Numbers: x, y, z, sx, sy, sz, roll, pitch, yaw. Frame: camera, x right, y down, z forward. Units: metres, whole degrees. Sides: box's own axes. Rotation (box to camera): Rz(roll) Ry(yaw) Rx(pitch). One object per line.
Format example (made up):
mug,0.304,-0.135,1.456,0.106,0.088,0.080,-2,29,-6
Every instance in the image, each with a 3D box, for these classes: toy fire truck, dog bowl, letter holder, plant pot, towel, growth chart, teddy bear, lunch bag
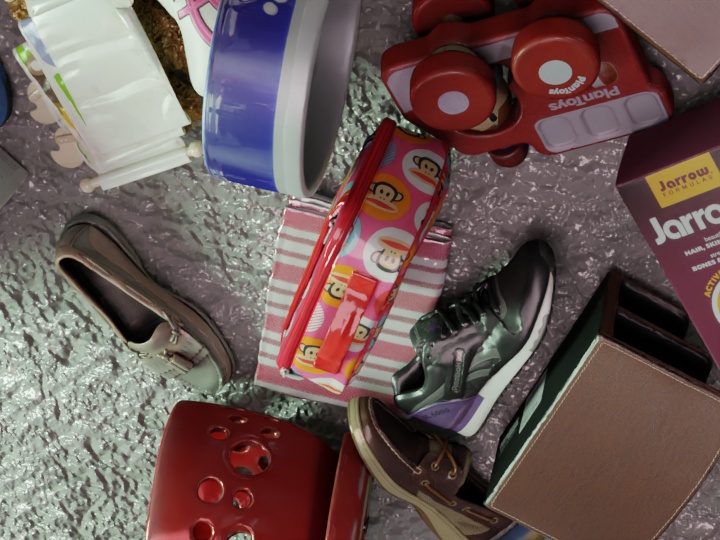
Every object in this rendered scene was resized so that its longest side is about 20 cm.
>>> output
toy fire truck,0.126,-0.145,1.648,0.199,0.113,0.168,-16,136,19
dog bowl,-0.057,-0.160,1.622,0.078,0.200,0.201,12,122,7
letter holder,0.220,-0.263,1.553,0.200,0.101,0.142,37,119,-8
letter holder,0.215,0.129,1.771,0.142,0.101,0.201,27,122,-4
plant pot,-0.086,0.224,1.855,0.181,0.201,0.202,9,121,2
towel,-0.008,0.032,1.824,0.145,0.030,0.201,14,122,4
growth chart,-0.208,-0.153,1.694,0.144,0.018,0.201,-7,121,26
teddy bear,-0.192,-0.191,1.717,0.144,0.067,0.200,-27,110,24
lunch bag,0.000,0.000,1.666,0.081,0.177,0.200,23,136,-2

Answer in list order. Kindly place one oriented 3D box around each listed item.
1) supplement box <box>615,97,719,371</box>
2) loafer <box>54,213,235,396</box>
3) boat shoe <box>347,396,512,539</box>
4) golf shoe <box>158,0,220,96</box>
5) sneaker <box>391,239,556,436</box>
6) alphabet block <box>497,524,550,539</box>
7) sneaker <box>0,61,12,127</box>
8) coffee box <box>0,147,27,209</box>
supplement box,0.292,-0.025,1.645,0.110,0.086,0.201,-21,114,28
loafer,-0.192,0.041,1.853,0.072,0.063,0.200,-35,106,28
boat shoe,0.064,0.168,1.849,0.072,0.072,0.200,-29,121,20
golf shoe,-0.134,-0.232,1.660,0.091,0.073,0.201,-3,103,3
sneaker,0.090,0.054,1.768,0.087,0.076,0.201,16,124,-18
alphabet block,0.174,0.353,1.864,0.200,0.196,0.196,41,122,-12
sneaker,-0.357,-0.191,1.754,0.066,0.079,0.201,-18,115,21
coffee box,-0.439,-0.043,1.786,0.200,0.200,0.198,41,121,-10
